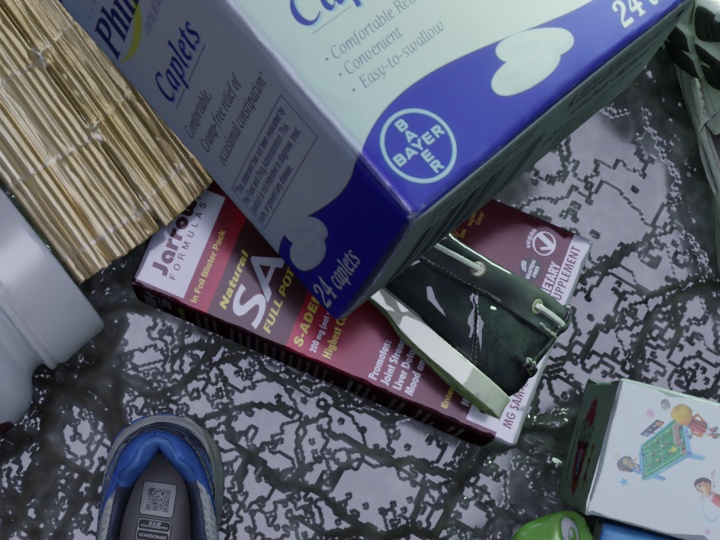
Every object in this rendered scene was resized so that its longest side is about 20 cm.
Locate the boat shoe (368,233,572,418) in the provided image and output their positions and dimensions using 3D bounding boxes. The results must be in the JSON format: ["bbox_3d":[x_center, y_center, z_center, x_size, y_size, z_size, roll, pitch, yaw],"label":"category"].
[{"bbox_3d":[0.010,-0.023,0.933,0.200,0.072,0.068,43,89,-5],"label":"boat shoe"}]

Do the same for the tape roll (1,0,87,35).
[{"bbox_3d":[-0.115,-0.203,1.006,0.198,0.085,0.202,0,83,-3],"label":"tape roll"}]

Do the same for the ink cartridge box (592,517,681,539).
[{"bbox_3d":[0.195,0.196,0.961,0.198,0.068,0.117,13,88,6],"label":"ink cartridge box"}]

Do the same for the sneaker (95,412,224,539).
[{"bbox_3d":[-0.100,0.166,0.955,0.076,0.085,0.202,-1,83,-4],"label":"sneaker"}]

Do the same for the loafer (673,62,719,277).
[{"bbox_3d":[0.197,-0.077,1.015,0.069,0.070,0.202,-10,83,-5],"label":"loafer"}]

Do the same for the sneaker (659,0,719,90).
[{"bbox_3d":[0.155,-0.167,0.989,0.083,0.081,0.201,-35,61,-2],"label":"sneaker"}]

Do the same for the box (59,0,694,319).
[{"bbox_3d":[0.003,-0.122,0.833,0.184,0.105,0.200,-38,82,-27],"label":"box"}]

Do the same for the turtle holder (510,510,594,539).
[{"bbox_3d":[0.024,0.190,0.904,0.184,0.132,0.142,-11,59,18],"label":"turtle holder"}]

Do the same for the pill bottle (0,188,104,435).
[{"bbox_3d":[-0.225,0.050,0.948,0.199,0.114,0.114,-38,86,-8],"label":"pill bottle"}]

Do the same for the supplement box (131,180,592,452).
[{"bbox_3d":[0.000,0.000,0.997,0.198,0.061,0.110,22,81,1],"label":"supplement box"}]

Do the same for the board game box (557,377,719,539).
[{"bbox_3d":[0.197,0.102,0.929,0.198,0.148,0.065,15,87,2],"label":"board game box"}]

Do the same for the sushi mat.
[{"bbox_3d":[-0.150,-0.100,0.945,0.095,0.012,0.201,-35,96,4],"label":"sushi mat"}]
